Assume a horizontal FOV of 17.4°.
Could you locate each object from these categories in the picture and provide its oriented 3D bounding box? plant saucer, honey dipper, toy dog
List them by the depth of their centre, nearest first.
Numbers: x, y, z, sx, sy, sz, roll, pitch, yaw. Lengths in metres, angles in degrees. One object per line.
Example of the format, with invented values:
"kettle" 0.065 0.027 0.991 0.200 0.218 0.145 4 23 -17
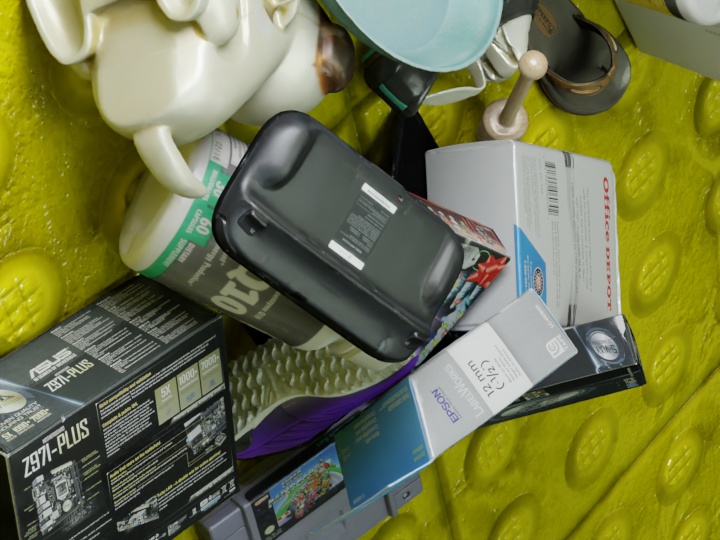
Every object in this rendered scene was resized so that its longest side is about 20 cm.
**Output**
"toy dog" -0.087 -0.148 1.514 0.200 0.139 0.195 -3 69 -59
"plant saucer" 0.016 -0.221 1.568 0.200 0.036 0.201 22 58 -39
"honey dipper" 0.120 -0.134 1.839 0.038 0.038 0.200 -56 175 -13

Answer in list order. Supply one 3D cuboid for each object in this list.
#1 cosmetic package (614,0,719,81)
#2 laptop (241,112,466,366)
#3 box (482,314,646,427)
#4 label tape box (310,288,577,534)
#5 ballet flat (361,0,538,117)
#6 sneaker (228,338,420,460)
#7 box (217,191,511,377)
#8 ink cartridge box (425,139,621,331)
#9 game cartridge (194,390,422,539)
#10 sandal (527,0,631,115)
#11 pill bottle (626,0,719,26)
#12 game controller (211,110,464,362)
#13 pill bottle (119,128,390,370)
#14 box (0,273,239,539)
"cosmetic package" 0.315 -0.278 1.984 0.168 0.166 0.200 -55 144 -14
"laptop" 0.006 -0.002 1.878 0.187 0.115 0.201 57 35 -52
"box" 0.153 0.086 1.951 0.200 0.160 0.044 42 33 -78
"label tape box" 0.048 0.107 1.746 0.200 0.066 0.143 -31 175 -32
"ballet flat" 0.083 -0.171 1.821 0.200 0.069 0.068 -32 175 -34
"sneaker" -0.037 0.089 1.757 0.200 0.070 0.099 -23 154 18
"box" 0.000 0.000 1.758 0.200 0.040 0.137 21 116 -41
"ink cartridge box" 0.135 -0.022 1.911 0.200 0.086 0.147 6 81 -63
"game cartridge" -0.038 0.186 1.884 0.200 0.038 0.130 -35 141 -22
"sandal" 0.183 -0.185 1.962 0.082 0.054 0.200 -59 145 -9
"pill bottle" 0.203 -0.268 1.808 0.114 0.200 0.115 -30 132 -40
"game controller" -0.011 -0.020 1.536 0.200 0.042 0.105 37 72 -39
"pill bottle" -0.055 -0.014 1.617 0.199 0.113 0.113 26 89 -20
"box" -0.187 0.125 1.625 0.200 0.086 0.164 -34 136 -35
